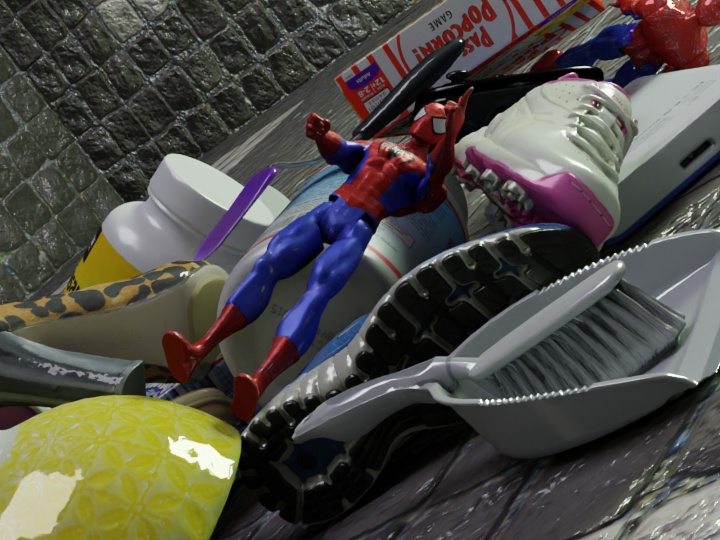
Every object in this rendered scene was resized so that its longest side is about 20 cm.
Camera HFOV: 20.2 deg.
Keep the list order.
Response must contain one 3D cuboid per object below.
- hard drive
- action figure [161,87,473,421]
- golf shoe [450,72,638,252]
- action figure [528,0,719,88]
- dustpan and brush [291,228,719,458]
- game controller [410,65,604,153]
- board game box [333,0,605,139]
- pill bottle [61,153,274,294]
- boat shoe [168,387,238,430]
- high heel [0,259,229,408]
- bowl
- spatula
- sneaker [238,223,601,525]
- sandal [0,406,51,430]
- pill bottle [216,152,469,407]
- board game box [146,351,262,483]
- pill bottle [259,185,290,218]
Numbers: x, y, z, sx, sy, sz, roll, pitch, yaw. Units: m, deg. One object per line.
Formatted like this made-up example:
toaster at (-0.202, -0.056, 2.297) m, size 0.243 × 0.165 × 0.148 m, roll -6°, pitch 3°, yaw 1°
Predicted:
hard drive at (0.148, -0.064, 1.112) m, size 0.132 × 0.025 × 0.200 m, roll -40°, pitch 9°, yaw -7°
action figure at (-0.012, -0.031, 0.963) m, size 0.200 × 0.065 × 0.099 m, roll -48°, pitch -21°, yaw -33°
golf shoe at (0.098, -0.059, 0.984) m, size 0.091 × 0.075 × 0.200 m, roll -44°, pitch 12°, yaw 1°
action figure at (0.173, -0.139, 1.258) m, size 0.052 × 0.066 × 0.200 m, roll -36°, pitch 6°, yaw -21°
dustpan and brush at (0.058, 0.041, 0.828) m, size 0.199 × 0.057 × 0.140 m, roll -34°, pitch 10°, yaw 28°
game controller at (0.082, -0.092, 1.167) m, size 0.104 × 0.042 × 0.200 m, roll -17°, pitch -2°, yaw -1°
board game box at (0.074, -0.144, 1.264) m, size 0.151 × 0.046 × 0.200 m, roll -34°, pitch -2°, yaw 12°
pill bottle at (-0.143, 0.029, 1.346) m, size 0.201 × 0.112 × 0.112 m, roll -58°, pitch 4°, yaw 13°
boat shoe at (-0.131, 0.147, 1.062) m, size 0.200 × 0.064 × 0.071 m, roll -45°, pitch -25°, yaw -11°
high heel at (-0.158, 0.028, 1.133) m, size 0.141 × 0.072 × 0.200 m, roll 7°, pitch 19°, yaw 17°
bowl at (-0.152, 0.129, 0.916) m, size 0.201 × 0.107 × 0.200 m, roll -53°, pitch 10°, yaw 14°
spatula at (-0.016, -0.069, 1.113) m, size 0.200 × 0.021 × 0.056 m, roll -37°, pitch 8°, yaw -17°
sneaker at (0.027, 0.035, 0.933) m, size 0.199 × 0.079 × 0.089 m, roll -34°, pitch 12°, yaw 26°
sandal at (-0.210, 0.135, 1.189) m, size 0.203 × 0.082 × 0.050 m, roll 93°, pitch 175°, yaw -51°
pill bottle at (0.000, 0.000, 1.113) m, size 0.108 × 0.109 × 0.200 m, roll -34°, pitch 9°, yaw 25°
board game box at (-0.085, 0.076, 1.232) m, size 0.200 × 0.062 × 0.200 m, roll -42°, pitch 9°, yaw -14°
pill bottle at (-0.123, 0.029, 1.457) m, size 0.199 × 0.113 × 0.113 m, roll -35°, pitch 9°, yaw 16°
